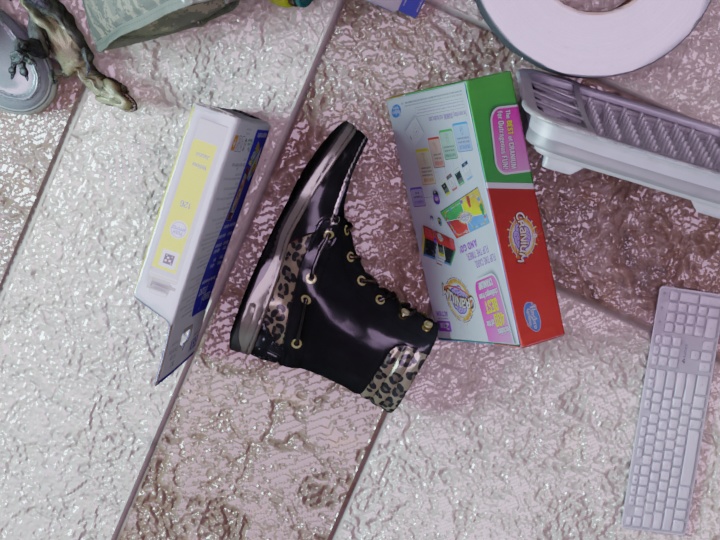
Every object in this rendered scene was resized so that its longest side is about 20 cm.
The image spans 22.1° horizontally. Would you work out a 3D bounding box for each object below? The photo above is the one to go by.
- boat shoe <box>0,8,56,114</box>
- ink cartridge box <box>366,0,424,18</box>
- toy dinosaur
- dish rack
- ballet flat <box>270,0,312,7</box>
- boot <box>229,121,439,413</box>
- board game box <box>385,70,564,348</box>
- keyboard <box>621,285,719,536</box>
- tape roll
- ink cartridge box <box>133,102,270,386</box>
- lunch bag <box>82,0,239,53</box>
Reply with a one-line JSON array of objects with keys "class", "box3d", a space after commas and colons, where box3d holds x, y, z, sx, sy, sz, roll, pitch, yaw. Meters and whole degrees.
[{"class": "boat shoe", "box3d": [-0.324, -0.197, 1.450, 0.201, 0.072, 0.070, 44, 93, -5]}, {"class": "ink cartridge box", "box3d": [0.005, -0.271, 1.401, 0.042, 0.199, 0.120, 32, 101, 34]}, {"class": "toy dinosaur", "box3d": [-0.252, -0.198, 1.447, 0.047, 0.088, 0.201, -29, 94, 27]}, {"class": "dish rack", "box3d": [0.210, -0.094, 1.414, 0.198, 0.172, 0.044, 16, 108, -3]}, {"class": "ballet flat", "box3d": [-0.030, -0.302, 1.430, 0.067, 0.067, 0.201, 31, 97, 19]}, {"class": "boot", "box3d": [0.000, 0.000, 1.471, 0.153, 0.074, 0.205, 26, 99, -5]}, {"class": "board game box", "box3d": [0.086, -0.045, 1.424, 0.040, 0.153, 0.202, -14, 96, -21]}, {"class": "keyboard", "box3d": [0.256, 0.116, 1.510, 0.056, 0.011, 0.203, 8, 96, -1]}, {"class": "tape roll", "box3d": [0.182, -0.253, 1.448, 0.198, 0.066, 0.203, 0, 96, 0]}, {"class": "ink cartridge box", "box3d": [-0.127, -0.025, 1.403, 0.047, 0.198, 0.202, 21, 94, 1]}, {"class": "lunch bag", "box3d": [-0.151, -0.264, 1.372, 0.116, 0.200, 0.166, -17, 95, -20]}]
